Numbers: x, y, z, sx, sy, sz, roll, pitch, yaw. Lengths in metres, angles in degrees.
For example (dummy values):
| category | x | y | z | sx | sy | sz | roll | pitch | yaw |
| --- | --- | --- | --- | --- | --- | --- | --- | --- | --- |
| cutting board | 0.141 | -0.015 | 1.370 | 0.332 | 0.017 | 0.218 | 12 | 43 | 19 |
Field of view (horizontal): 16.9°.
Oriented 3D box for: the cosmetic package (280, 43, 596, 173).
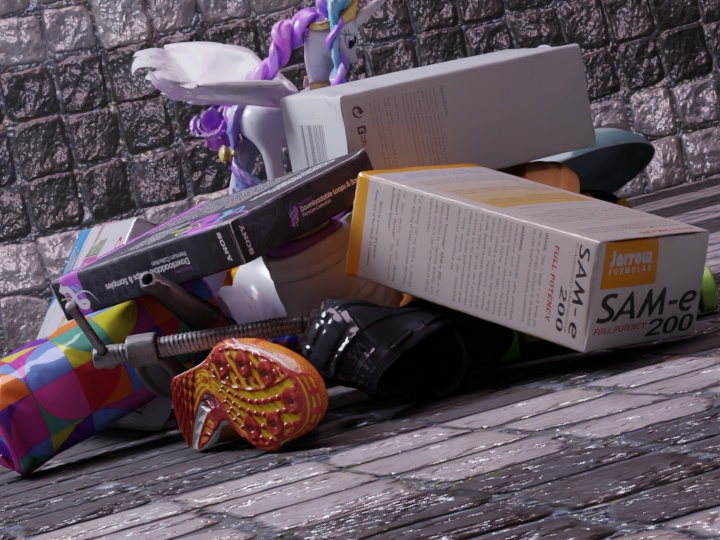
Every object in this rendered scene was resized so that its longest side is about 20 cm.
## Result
| category | x | y | z | sx | sy | sz | roll | pitch | yaw |
| --- | --- | --- | --- | --- | --- | --- | --- | --- | --- |
| cosmetic package | 0.056 | -0.107 | 1.749 | 0.199 | 0.082 | 0.113 | -13 | 8 | -23 |

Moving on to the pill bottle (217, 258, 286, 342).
| category | x | y | z | sx | sy | sz | roll | pitch | yaw |
| --- | --- | --- | --- | --- | --- | --- | --- | --- | --- |
| pill bottle | -0.024 | 0.027 | 1.887 | 0.199 | 0.111 | 0.111 | -15 | 3 | -29 |

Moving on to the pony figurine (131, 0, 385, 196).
| category | x | y | z | sx | sy | sz | roll | pitch | yaw |
| --- | --- | --- | --- | --- | --- | --- | --- | --- | --- |
| pony figurine | -0.067 | -0.116 | 1.832 | 0.192 | 0.201 | 0.167 | -8 | 19 | -12 |

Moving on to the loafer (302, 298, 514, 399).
| category | x | y | z | sx | sy | sz | roll | pitch | yaw |
| --- | --- | --- | --- | --- | --- | --- | --- | --- | --- |
| loafer | 0.043 | 0.054 | 1.571 | 0.070 | 0.068 | 0.200 | 37 | 21 | 29 |

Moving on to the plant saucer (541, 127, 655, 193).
| category | x | y | z | sx | sy | sz | roll | pitch | yaw |
| --- | --- | --- | --- | --- | --- | --- | --- | --- | --- |
| plant saucer | 0.143 | -0.066 | 1.965 | 0.199 | 0.028 | 0.200 | -22 | -14 | -6 |

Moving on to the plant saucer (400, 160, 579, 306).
| category | x | y | z | sx | sy | sz | roll | pitch | yaw |
| --- | --- | --- | --- | --- | --- | --- | --- | --- | --- |
| plant saucer | 0.075 | -0.008 | 1.753 | 0.200 | 0.037 | 0.200 | -44 | 15 | 15 |

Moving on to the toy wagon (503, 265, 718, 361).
| category | x | y | z | sx | sy | sz | roll | pitch | yaw |
| --- | --- | --- | --- | --- | --- | --- | --- | --- | --- |
| toy wagon | 0.165 | 0.025 | 1.736 | 0.154 | 0.040 | 0.200 | -13 | 3 | -4 |

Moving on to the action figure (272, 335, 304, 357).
| category | x | y | z | sx | sy | sz | roll | pitch | yaw |
| --- | --- | --- | --- | --- | --- | --- | --- | --- | --- |
| action figure | -0.018 | 0.026 | 1.774 | 0.065 | 0.052 | 0.200 | -38 | 16 | 39 |

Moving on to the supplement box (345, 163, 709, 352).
| category | x | y | z | sx | sy | sz | roll | pitch | yaw |
| --- | --- | --- | --- | --- | --- | --- | --- | --- | --- |
| supplement box | 0.106 | -0.011 | 1.564 | 0.199 | 0.074 | 0.126 | 18 | 16 | 39 |

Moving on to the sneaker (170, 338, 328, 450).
| category | x | y | z | sx | sy | sz | roll | pitch | yaw |
| --- | --- | --- | --- | --- | --- | --- | --- | --- | --- |
| sneaker | -0.059 | 0.071 | 1.523 | 0.077 | 0.073 | 0.200 | -18 | 4 | -22 |

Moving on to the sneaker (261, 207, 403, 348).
| category | x | y | z | sx | sy | sz | roll | pitch | yaw |
| --- | --- | --- | --- | --- | --- | --- | --- | --- | --- |
| sneaker | 0.000 | 0.000 | 1.724 | 0.075 | 0.100 | 0.200 | -9 | 11 | 36 |

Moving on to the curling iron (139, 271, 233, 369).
| category | x | y | z | sx | sy | sz | roll | pitch | yaw |
| --- | --- | --- | --- | --- | --- | --- | --- | --- | --- |
| curling iron | -0.110 | 0.041 | 1.634 | 0.049 | 0.026 | 0.200 | -37 | -22 | -2 |

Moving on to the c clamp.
| category | x | y | z | sx | sy | sz | roll | pitch | yaw |
| --- | --- | --- | --- | --- | --- | --- | --- | --- | --- |
| c clamp | -0.079 | 0.054 | 1.607 | 0.199 | 0.027 | 0.171 | -7 | -26 | 4 |

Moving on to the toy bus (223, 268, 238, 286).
| category | x | y | z | sx | sy | sz | roll | pitch | yaw |
| --- | --- | --- | --- | --- | --- | --- | --- | --- | --- |
| toy bus | -0.128 | 0.041 | 2.119 | 0.199 | 0.136 | 0.192 | -7 | 19 | 46 |

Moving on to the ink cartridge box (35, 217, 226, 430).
| category | x | y | z | sx | sy | sz | roll | pitch | yaw |
| --- | --- | --- | --- | --- | --- | --- | --- | --- | --- |
| ink cartridge box | -0.186 | 0.042 | 1.873 | 0.084 | 0.145 | 0.200 | 24 | -9 | -17 |

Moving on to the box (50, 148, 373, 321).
| category | x | y | z | sx | sy | sz | roll | pitch | yaw |
| --- | --- | --- | --- | --- | --- | --- | --- | --- | --- |
| box | -0.100 | -0.023 | 1.657 | 0.200 | 0.036 | 0.143 | -18 | 9 | 47 |

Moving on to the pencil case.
| category | x | y | z | sx | sy | sz | roll | pitch | yaw |
| --- | --- | --- | --- | --- | --- | --- | --- | --- | --- |
| pencil case | -0.181 | 0.072 | 1.719 | 0.199 | 0.089 | 0.088 | -26 | 7 | -22 |

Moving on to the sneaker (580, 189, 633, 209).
| category | x | y | z | sx | sy | sz | roll | pitch | yaw |
| --- | --- | --- | --- | --- | --- | --- | --- | --- | --- |
| sneaker | 0.193 | -0.026 | 1.994 | 0.090 | 0.070 | 0.200 | -26 | -15 | 21 |
